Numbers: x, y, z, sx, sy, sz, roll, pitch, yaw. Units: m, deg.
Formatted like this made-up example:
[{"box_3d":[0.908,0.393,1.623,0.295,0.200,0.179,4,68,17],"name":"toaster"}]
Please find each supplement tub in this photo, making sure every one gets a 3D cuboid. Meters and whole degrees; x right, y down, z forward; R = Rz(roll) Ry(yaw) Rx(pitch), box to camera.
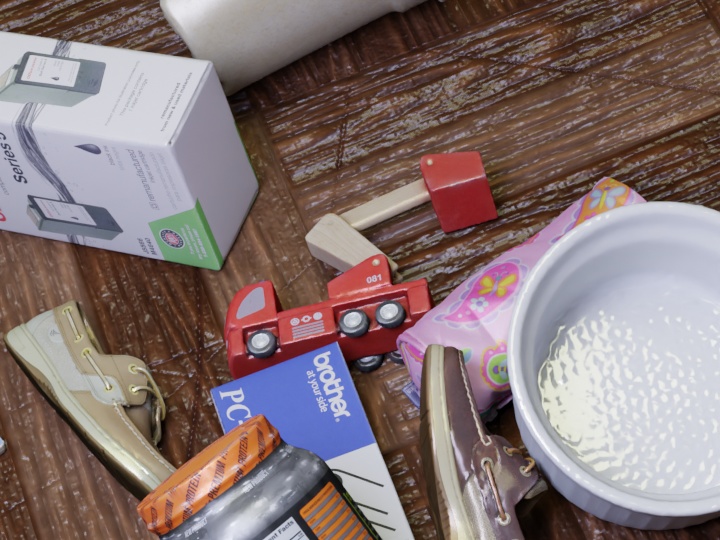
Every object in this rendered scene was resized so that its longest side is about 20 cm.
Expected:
[{"box_3d":[-0.037,0.194,1.584,0.122,0.122,0.200,-37,94,-15],"name":"supplement tub"}]

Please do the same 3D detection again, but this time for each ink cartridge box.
[{"box_3d":[-0.191,-0.088,1.893,0.199,0.146,0.084,10,57,22],"name":"ink cartridge box"},{"box_3d":[-0.026,0.147,1.726,0.094,0.044,0.200,-21,51,-2],"name":"ink cartridge box"}]

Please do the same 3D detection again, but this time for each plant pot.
[{"box_3d":[-0.064,-0.233,1.961,0.183,0.201,0.201,-34,51,1],"name":"plant pot"}]

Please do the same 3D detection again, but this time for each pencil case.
[{"box_3d":[0.118,0.024,1.766,0.200,0.088,0.087,-37,52,-14],"name":"pencil case"}]

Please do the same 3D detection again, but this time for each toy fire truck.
[{"box_3d":[0.000,0.000,1.835,0.199,0.049,0.141,-13,50,6],"name":"toy fire truck"}]

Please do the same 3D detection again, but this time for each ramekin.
[{"box_3d":[0.188,0.066,1.662,0.199,0.098,0.201,1,72,-2],"name":"ramekin"}]

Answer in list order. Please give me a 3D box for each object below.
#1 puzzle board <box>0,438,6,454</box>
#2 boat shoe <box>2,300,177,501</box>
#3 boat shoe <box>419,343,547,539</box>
[{"box_3d":[-0.366,0.136,1.848,0.200,0.017,0.151,-36,52,-15],"name":"puzzle board"},{"box_3d":[-0.170,0.085,1.797,0.066,0.074,0.200,-39,53,-9],"name":"boat shoe"},{"box_3d":[0.082,0.141,1.667,0.072,0.072,0.201,-9,71,-6],"name":"boat shoe"}]
